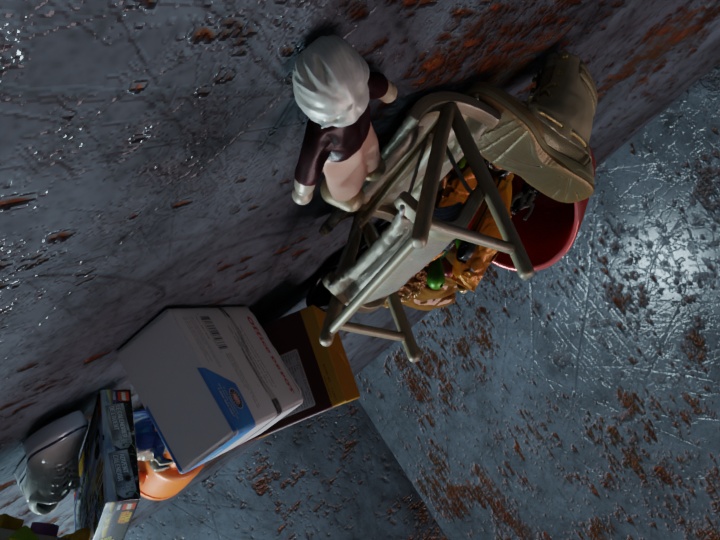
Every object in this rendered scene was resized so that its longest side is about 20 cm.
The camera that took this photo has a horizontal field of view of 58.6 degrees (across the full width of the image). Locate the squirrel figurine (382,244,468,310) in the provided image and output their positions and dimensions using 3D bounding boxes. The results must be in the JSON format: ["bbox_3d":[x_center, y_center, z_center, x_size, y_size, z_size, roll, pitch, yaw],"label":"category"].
[{"bbox_3d":[0.106,0.003,1.038,0.195,0.146,0.186,-13,-178,-22],"label":"squirrel figurine"}]

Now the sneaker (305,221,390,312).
[{"bbox_3d":[0.000,0.000,0.928,0.199,0.076,0.079,-41,166,20],"label":"sneaker"}]

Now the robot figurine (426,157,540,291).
[{"bbox_3d":[0.139,-0.089,0.786,0.204,0.142,0.058,-63,-164,2],"label":"robot figurine"}]

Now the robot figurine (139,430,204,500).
[{"bbox_3d":[-0.332,0.320,1.094,0.200,0.115,0.146,-47,-160,44],"label":"robot figurine"}]

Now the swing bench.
[{"bbox_3d":[0.049,-0.047,0.651,0.127,0.205,0.199,13,144,-25],"label":"swing bench"}]

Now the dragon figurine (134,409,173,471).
[{"bbox_3d":[-0.326,0.241,0.928,0.196,0.102,0.059,-4,155,-34],"label":"dragon figurine"}]

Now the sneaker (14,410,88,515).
[{"bbox_3d":[-0.353,0.229,0.754,0.072,0.072,0.200,-26,165,-43],"label":"sneaker"}]

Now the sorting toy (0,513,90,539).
[{"bbox_3d":[-0.400,0.306,0.685,0.199,0.178,0.109,-34,-147,49],"label":"sorting toy"}]

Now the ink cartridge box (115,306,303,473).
[{"bbox_3d":[-0.161,0.125,0.735,0.083,0.146,0.200,-35,169,10],"label":"ink cartridge box"}]

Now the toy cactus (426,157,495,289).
[{"bbox_3d":[0.128,-0.082,0.898,0.099,0.206,0.165,1,-164,-9],"label":"toy cactus"}]

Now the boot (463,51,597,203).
[{"bbox_3d":[0.198,-0.190,0.730,0.072,0.197,0.159,-25,-136,55],"label":"boot"}]

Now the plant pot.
[{"bbox_3d":[0.261,-0.129,0.964,0.177,0.201,0.201,-38,174,-45],"label":"plant pot"}]

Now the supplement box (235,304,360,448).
[{"bbox_3d":[-0.120,0.159,0.932,0.195,0.136,0.197,-22,170,2],"label":"supplement box"}]

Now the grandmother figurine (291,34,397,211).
[{"bbox_3d":[-0.016,-0.105,0.491,0.124,0.059,0.200,-63,171,-11],"label":"grandmother figurine"}]

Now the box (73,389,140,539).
[{"bbox_3d":[-0.304,0.258,0.759,0.039,0.139,0.202,5,133,-31],"label":"box"}]
